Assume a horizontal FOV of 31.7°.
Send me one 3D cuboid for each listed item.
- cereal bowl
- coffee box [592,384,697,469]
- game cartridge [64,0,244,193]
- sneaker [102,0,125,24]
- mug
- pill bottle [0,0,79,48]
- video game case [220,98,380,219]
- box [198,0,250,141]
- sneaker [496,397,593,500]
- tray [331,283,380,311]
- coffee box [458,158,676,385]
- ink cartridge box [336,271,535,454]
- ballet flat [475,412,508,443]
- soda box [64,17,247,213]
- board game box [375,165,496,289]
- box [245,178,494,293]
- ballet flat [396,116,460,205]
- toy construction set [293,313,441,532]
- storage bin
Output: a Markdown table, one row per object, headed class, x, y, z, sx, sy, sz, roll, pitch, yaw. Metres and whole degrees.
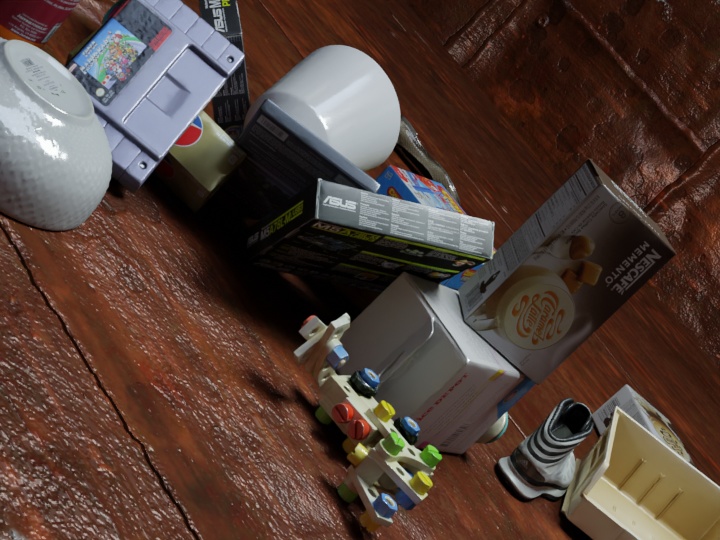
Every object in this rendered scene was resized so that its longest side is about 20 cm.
| class | x | y | z | sx | sy | sz | roll | pitch | yaw |
| --- | --- | --- | --- | --- | --- | --- | --- | --- | --- |
| cereal bowl | -0.288 | -0.133 | 1.082 | 0.200 | 0.083 | 0.201 | 41 | 18 | -16 |
| coffee box | 0.426 | 0.276 | 1.854 | 0.113 | 0.080 | 0.201 | 38 | 18 | -26 |
| game cartridge | -0.216 | -0.188 | 1.257 | 0.129 | 0.038 | 0.201 | 41 | 57 | -12 |
| sneaker | -0.251 | -0.278 | 1.520 | 0.121 | 0.083 | 0.201 | 48 | 15 | -25 |
| mug | -0.053 | -0.140 | 1.416 | 0.148 | 0.189 | 0.153 | 13 | 28 | 26 |
| pill bottle | -0.310 | -0.321 | 1.258 | 0.113 | 0.200 | 0.113 | 40 | 17 | -15 |
| video game case | -0.074 | -0.092 | 1.327 | 0.142 | 0.019 | 0.200 | 37 | -26 | -8 |
| box | -0.154 | -0.230 | 1.450 | 0.202 | 0.044 | 0.162 | 88 | -7 | -46 |
| sneaker | 0.244 | 0.210 | 1.508 | 0.076 | 0.115 | 0.200 | 50 | 17 | 17 |
| tray | 0.000 | 0.000 | 1.455 | 0.200 | 0.037 | 0.098 | 42 | -26 | -11 |
| coffee box | 0.211 | 0.002 | 1.315 | 0.114 | 0.200 | 0.080 | 40 | 17 | -16 |
| ink cartridge box | 0.071 | 0.098 | 1.326 | 0.199 | 0.129 | 0.126 | 21 | 29 | -56 |
| ballet flat | 0.116 | 0.133 | 1.469 | 0.069 | 0.070 | 0.200 | 39 | 9 | -19 |
| soda box | -0.214 | -0.158 | 1.307 | 0.200 | 0.064 | 0.068 | 44 | -27 | -4 |
| board game box | 0.124 | -0.059 | 1.949 | 0.201 | 0.056 | 0.195 | 52 | 18 | 21 |
| box | 0.005 | -0.028 | 1.296 | 0.197 | 0.193 | 0.048 | 12 | 70 | -23 |
| ballet flat | 0.109 | -0.184 | 2.237 | 0.201 | 0.046 | 0.067 | 56 | -13 | 13 |
| toy construction set | -0.002 | 0.137 | 1.150 | 0.131 | 0.092 | 0.202 | 8 | 51 | -63 |
| storage bin | 0.356 | 0.293 | 1.546 | 0.199 | 0.094 | 0.198 | 38 | 20 | 4 |
